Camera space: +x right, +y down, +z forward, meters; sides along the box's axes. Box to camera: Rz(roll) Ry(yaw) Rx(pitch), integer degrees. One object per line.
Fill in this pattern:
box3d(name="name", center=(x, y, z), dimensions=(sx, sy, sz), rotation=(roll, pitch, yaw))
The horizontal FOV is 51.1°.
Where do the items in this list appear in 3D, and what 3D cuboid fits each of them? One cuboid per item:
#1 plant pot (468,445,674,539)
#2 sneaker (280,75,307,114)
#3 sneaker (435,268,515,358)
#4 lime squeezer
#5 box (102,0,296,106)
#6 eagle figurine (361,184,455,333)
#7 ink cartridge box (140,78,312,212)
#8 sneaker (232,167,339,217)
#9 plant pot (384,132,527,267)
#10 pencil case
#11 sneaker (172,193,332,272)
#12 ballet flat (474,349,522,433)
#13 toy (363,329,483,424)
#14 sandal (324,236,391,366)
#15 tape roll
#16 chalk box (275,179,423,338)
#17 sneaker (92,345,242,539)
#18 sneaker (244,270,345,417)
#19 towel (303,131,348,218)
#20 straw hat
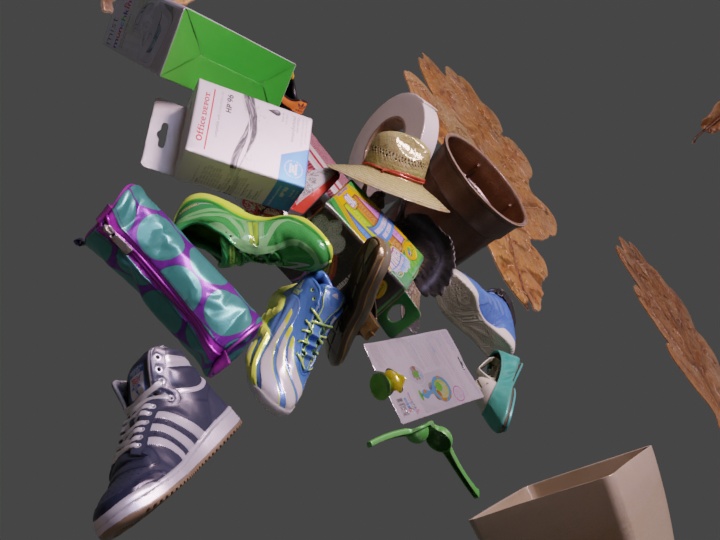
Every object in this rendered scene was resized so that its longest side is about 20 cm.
box3d(name="plant pot", center=(0.289, 0.352, 0.950), dimensions=(0.199, 0.199, 0.178), rotation=(2, 64, -56))
box3d(name="sneaker", center=(-0.148, -0.320, 1.270), dimensions=(0.070, 0.090, 0.201), rotation=(8, 47, -52))
box3d(name="sneaker", center=(0.203, 0.055, 1.317), dimensions=(0.200, 0.077, 0.111), rotation=(46, 32, -14))
box3d(name="lime squeezer", center=(0.082, 0.227, 0.969), dimensions=(0.199, 0.038, 0.071), rotation=(33, 61, -31))
box3d(name="box", center=(-0.224, -0.305, 1.056), dimensions=(0.176, 0.097, 0.199), rotation=(32, 12, 39))
box3d(name="eagle figurine", center=(0.063, -0.022, 1.164), dimensions=(0.200, 0.151, 0.152), rotation=(44, 10, 14))
box3d(name="ink cartridge box", center=(-0.168, -0.165, 0.969), dimensions=(0.198, 0.068, 0.117), rotation=(15, 59, -22))
box3d(name="sneaker", center=(-0.108, -0.130, 1.085), dimensions=(0.108, 0.067, 0.202), rotation=(45, 38, -6))
box3d(name="plant pot", center=(0.146, -0.096, 1.300), dimensions=(0.200, 0.198, 0.201), rotation=(36, 30, -24))
box3d(name="pencil case", center=(-0.191, 0.012, 0.770), dimensions=(0.200, 0.085, 0.092), rotation=(47, 10, -2))
box3d(name="sneaker", center=(-0.129, -0.028, 0.887), dimensions=(0.198, 0.074, 0.084), rotation=(14, 44, 9))
box3d(name="ballet flat", center=(0.210, 0.186, 1.189), dimensions=(0.070, 0.068, 0.200), rotation=(25, 26, 7))
box3d(name="toy", center=(0.080, 0.149, 1.044), dimensions=(0.199, 0.047, 0.116), rotation=(-1, 58, -53))
box3d(name="sandal", center=(0.003, 0.045, 0.899), dimensions=(0.054, 0.201, 0.081), rotation=(10, 41, -20))
box3d(name="tape roll", center=(0.054, -0.211, 1.308), dimensions=(0.037, 0.203, 0.204), rotation=(26, 34, -33))
box3d(name="chalk box", center=(0.000, 0.000, 1.035), dimensions=(0.200, 0.125, 0.124), rotation=(47, 27, -5))
box3d(name="sneaker", center=(-0.182, 0.135, 0.635), dimensions=(0.109, 0.070, 0.200), rotation=(53, 19, -1))
box3d(name="sneaker", center=(-0.071, 0.067, 0.856), dimensions=(0.076, 0.105, 0.201), rotation=(35, 29, -24))
box3d(name="towel", center=(-0.089, -0.156, 1.222), dimensions=(0.144, 0.023, 0.200), rotation=(52, 28, 3))
box3d(name="straw hat", center=(0.053, -0.160, 1.110), dimensions=(0.199, 0.086, 0.201), rotation=(20, 9, -3))
